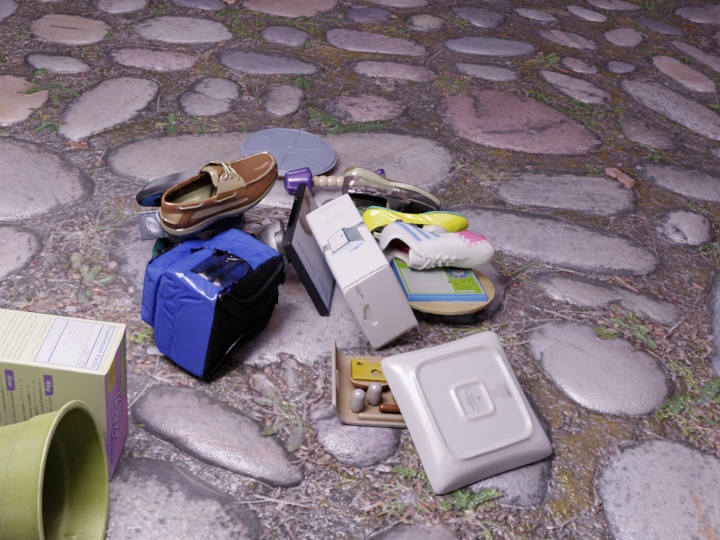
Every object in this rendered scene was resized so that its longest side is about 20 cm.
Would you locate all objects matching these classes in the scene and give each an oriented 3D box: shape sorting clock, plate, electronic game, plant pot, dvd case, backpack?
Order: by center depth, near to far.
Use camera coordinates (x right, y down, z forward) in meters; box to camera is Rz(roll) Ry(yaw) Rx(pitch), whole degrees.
[{"bbox_3d":[-0.396,0.247,0.997,0.187,0.203,0.201,-3,33,4],"label":"plant pot"},{"bbox_3d":[0.150,0.182,1.258,0.197,0.032,0.202,-11,63,-26],"label":"plate"},{"bbox_3d":[-0.212,0.024,1.352,0.167,0.164,0.200,33,37,16],"label":"backpack"},{"bbox_3d":[-0.269,-0.132,1.506,0.197,0.042,0.200,-12,-2,0],"label":"electronic game"},{"bbox_3d":[-0.079,-0.039,1.518,0.017,0.144,0.201,-18,30,16],"label":"dvd case"},{"bbox_3d":[0.128,0.025,1.549,0.197,0.040,0.201,6,30,-3],"label":"shape sorting clock"}]

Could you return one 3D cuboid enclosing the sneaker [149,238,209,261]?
[{"bbox_3d":[-0.242,-0.006,1.477,0.197,0.081,0.078,9,33,-1],"label":"sneaker"}]

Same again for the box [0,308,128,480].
[{"bbox_3d":[-0.393,0.150,1.123,0.197,0.178,0.097,7,34,-1],"label":"box"}]

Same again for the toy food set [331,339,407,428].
[{"bbox_3d":[0.055,0.154,1.324,0.197,0.061,0.144,5,34,-7],"label":"toy food set"}]

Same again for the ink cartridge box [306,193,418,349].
[{"bbox_3d":[0.000,0.000,1.445,0.085,0.147,0.201,-29,41,-2],"label":"ink cartridge box"}]

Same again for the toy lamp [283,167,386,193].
[{"bbox_3d":[-0.051,-0.172,1.788,0.197,0.059,0.058,0,34,-16],"label":"toy lamp"}]

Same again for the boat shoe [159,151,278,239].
[{"bbox_3d":[-0.207,-0.121,1.348,0.199,0.074,0.076,-35,60,-24],"label":"boat shoe"}]

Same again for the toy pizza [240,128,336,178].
[{"bbox_3d":[-0.147,-0.234,1.878,0.197,0.032,0.201,7,34,-5],"label":"toy pizza"}]

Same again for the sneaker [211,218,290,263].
[{"bbox_3d":[-0.184,-0.039,1.518,0.114,0.077,0.200,-14,10,-14],"label":"sneaker"}]

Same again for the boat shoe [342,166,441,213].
[{"bbox_3d":[0.056,-0.135,1.751,0.198,0.072,0.067,19,70,-11],"label":"boat shoe"}]

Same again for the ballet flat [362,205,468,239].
[{"bbox_3d":[0.098,-0.072,1.678,0.197,0.067,0.068,6,55,1],"label":"ballet flat"}]

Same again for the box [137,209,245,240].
[{"bbox_3d":[-0.266,-0.084,1.478,0.158,0.044,0.200,-8,6,-5],"label":"box"}]

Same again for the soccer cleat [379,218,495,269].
[{"bbox_3d":[0.125,-0.028,1.545,0.197,0.071,0.087,11,42,14],"label":"soccer cleat"}]
